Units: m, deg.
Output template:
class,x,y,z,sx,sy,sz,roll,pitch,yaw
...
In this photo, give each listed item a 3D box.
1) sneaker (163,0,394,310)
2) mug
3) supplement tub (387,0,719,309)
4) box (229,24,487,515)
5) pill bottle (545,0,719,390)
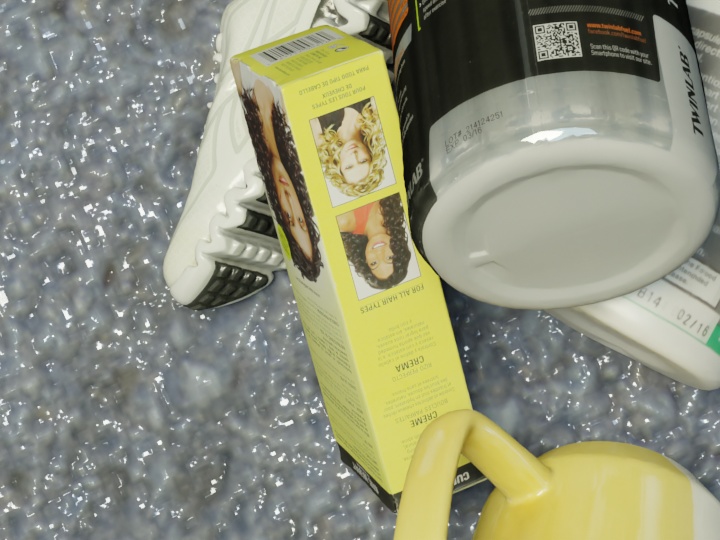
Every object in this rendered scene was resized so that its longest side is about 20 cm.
class,x,y,z,sx,sy,sz,roll,pitch,yaw
sneaker,-0.039,-0.076,0.903,0.081,0.075,0.201,30,92,27
mug,0.097,0.144,0.811,0.148,0.187,0.154,5,48,12
supplement tub,0.072,-0.096,0.794,0.122,0.123,0.201,-5,58,1
box,0.000,0.000,0.846,0.050,0.075,0.201,-21,111,-14
pill bottle,0.155,-0.059,0.869,0.113,0.113,0.201,28,87,3
